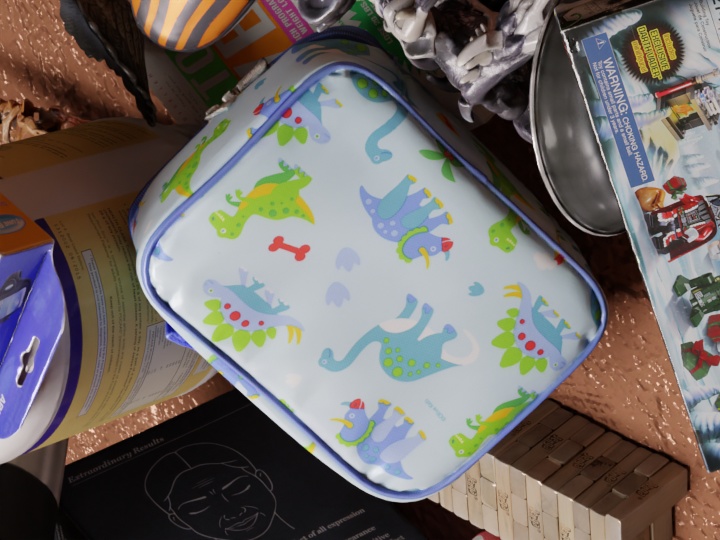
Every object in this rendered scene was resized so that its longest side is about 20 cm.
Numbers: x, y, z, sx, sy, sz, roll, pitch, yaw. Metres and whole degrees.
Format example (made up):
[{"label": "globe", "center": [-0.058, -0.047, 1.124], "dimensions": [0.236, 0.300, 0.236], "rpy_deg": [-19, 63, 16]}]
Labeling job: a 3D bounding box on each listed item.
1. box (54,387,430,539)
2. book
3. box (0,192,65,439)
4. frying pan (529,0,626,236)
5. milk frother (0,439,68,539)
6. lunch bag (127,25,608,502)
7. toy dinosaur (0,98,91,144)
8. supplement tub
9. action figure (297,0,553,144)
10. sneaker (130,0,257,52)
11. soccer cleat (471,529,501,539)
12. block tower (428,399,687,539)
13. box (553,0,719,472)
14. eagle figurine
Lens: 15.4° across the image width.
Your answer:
[{"label": "box", "center": [-0.062, 0.173, 1.447], "dimensions": [0.200, 0.148, 0.107], "rpy_deg": [42, 147, 44]}, {"label": "book", "center": [-0.024, -0.105, 1.309], "dimensions": [0.134, 0.048, 0.200], "rpy_deg": [54, 145, -8]}, {"label": "box", "center": [-0.218, -0.008, 1.202], "dimensions": [0.200, 0.041, 0.119], "rpy_deg": [40, 122, 25]}, {"label": "frying pan", "center": [0.120, -0.039, 1.125], "dimensions": [0.031, 0.115, 0.191], "rpy_deg": [3, 121, 40]}, {"label": "milk frother", "center": [-0.232, 0.080, 1.363], "dimensions": [0.180, 0.189, 0.200], "rpy_deg": [9, 148, -8]}, {"label": "lunch bag", "center": [0.000, 0.000, 1.226], "dimensions": [0.200, 0.161, 0.083], "rpy_deg": [42, -170, -20]}, {"label": "toy dinosaur", "center": [-0.151, -0.036, 1.495], "dimensions": [0.200, 0.102, 0.136], "rpy_deg": [53, 134, 35]}, {"label": "supplement tub", "center": [-0.142, 0.005, 1.301], "dimensions": [0.145, 0.200, 0.146], "rpy_deg": [10, 108, 35]}, {"label": "action figure", "center": [0.047, -0.125, 1.138], "dimensions": [0.102, 0.200, 0.119], "rpy_deg": [-41, 54, 20]}, {"label": "sneaker", "center": [-0.060, -0.183, 1.154], "dimensions": [0.077, 0.112, 0.201], "rpy_deg": [21, 107, 0]}, {"label": "soccer cleat", "center": [0.110, 0.224, 1.387], "dimensions": [0.068, 0.073, 0.201], "rpy_deg": [-21, 101, 54]}, {"label": "block tower", "center": [0.070, 0.094, 1.346], "dimensions": [0.200, 0.054, 0.058], "rpy_deg": [25, 136, 37]}, {"label": "box", "center": [0.172, -0.031, 1.061], "dimensions": [0.040, 0.136, 0.201], "rpy_deg": [-93, -17, -70]}, {"label": "eagle figurine", "center": [-0.147, -0.168, 1.313], "dimensions": [0.199, 0.151, 0.152], "rpy_deg": [15, 145, 29]}]
